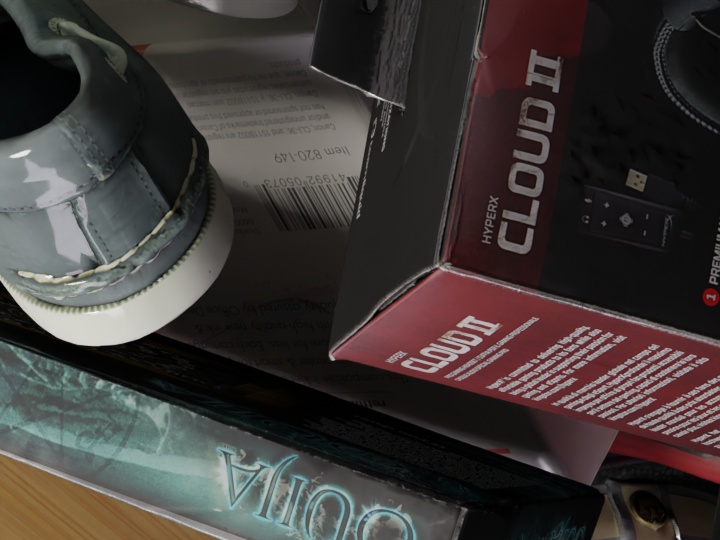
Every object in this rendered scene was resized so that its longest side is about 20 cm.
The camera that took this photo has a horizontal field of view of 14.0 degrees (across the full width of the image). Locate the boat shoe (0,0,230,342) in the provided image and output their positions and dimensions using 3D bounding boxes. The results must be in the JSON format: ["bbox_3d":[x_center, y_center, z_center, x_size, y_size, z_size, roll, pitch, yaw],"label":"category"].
[{"bbox_3d":[-0.102,-0.060,0.677,0.200,0.073,0.062,42,169,39],"label":"boat shoe"}]

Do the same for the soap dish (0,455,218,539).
[{"bbox_3d":[-0.119,0.071,0.909,0.157,0.081,0.200,8,155,38],"label":"soap dish"}]

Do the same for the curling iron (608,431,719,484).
[{"bbox_3d":[0.066,0.047,0.824,0.200,0.026,0.050,20,142,33],"label":"curling iron"}]

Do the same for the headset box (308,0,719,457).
[{"bbox_3d":[0.089,-0.040,0.610,0.199,0.149,0.077,14,161,-13],"label":"headset box"}]

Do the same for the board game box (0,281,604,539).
[{"bbox_3d":[-0.051,0.035,0.708,0.199,0.028,0.135,19,-177,18],"label":"board game box"}]

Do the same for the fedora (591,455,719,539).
[{"bbox_3d":[0.071,0.141,0.916,0.200,0.092,0.201,-16,146,-11],"label":"fedora"}]

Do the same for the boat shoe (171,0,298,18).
[{"bbox_3d":[-0.094,-0.121,0.646,0.200,0.073,0.062,22,117,-11],"label":"boat shoe"}]

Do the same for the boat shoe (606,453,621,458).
[{"bbox_3d":[0.141,0.038,0.952,0.200,0.071,0.091,-4,155,24],"label":"boat shoe"}]

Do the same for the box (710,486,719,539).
[{"bbox_3d":[0.168,0.035,0.706,0.159,0.201,0.046,20,165,-25],"label":"box"}]

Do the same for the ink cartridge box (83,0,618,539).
[{"bbox_3d":[0.000,0.000,0.780,0.116,0.068,0.200,-2,130,36],"label":"ink cartridge box"}]
